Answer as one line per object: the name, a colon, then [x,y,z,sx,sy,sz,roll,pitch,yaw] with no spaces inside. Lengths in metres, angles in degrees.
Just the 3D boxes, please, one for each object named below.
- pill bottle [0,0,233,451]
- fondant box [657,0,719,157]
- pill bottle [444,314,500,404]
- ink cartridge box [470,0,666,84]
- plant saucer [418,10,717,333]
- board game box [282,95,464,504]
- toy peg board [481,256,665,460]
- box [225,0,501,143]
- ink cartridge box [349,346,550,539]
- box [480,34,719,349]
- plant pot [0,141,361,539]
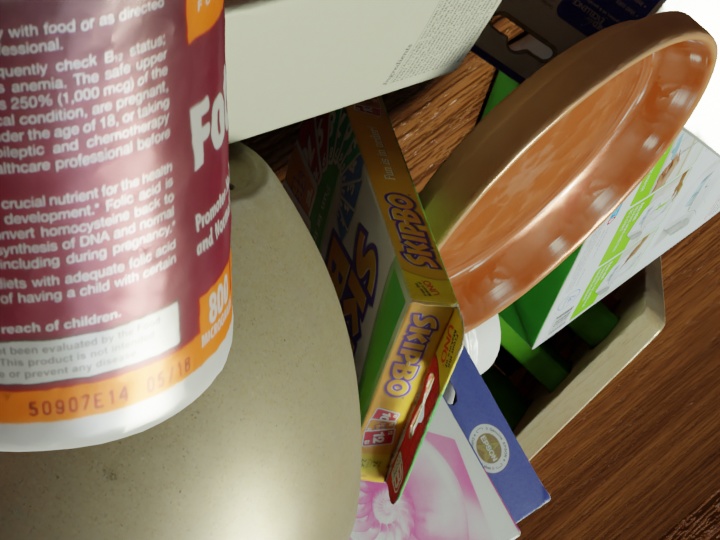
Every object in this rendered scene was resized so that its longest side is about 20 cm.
pill bottle: [-0.093,-0.061,0.565,0.114,0.114,0.201,-28,131,-39]
fondant box: [0.195,-0.139,1.014,0.200,0.058,0.144,31,109,-31]
pill bottle: [-0.019,0.061,1.097,0.200,0.111,0.111,-30,158,-37]
ink cartridge box: [0.120,-0.172,0.916,0.094,0.037,0.200,30,109,-29]
plant saucer: [0.082,-0.043,0.939,0.200,0.032,0.200,-38,162,-15]
board game box: [0.000,0.000,0.879,0.030,0.200,0.096,5,126,-21]
toy peg board: [0.098,0.047,1.358,0.200,0.098,0.199,-46,-175,15]
box: [-0.025,-0.106,0.780,0.200,0.068,0.082,-21,151,-49]
ink cartridge box: [-0.006,0.069,1.008,0.200,0.197,0.043,-29,179,-36]
box: [0.155,-0.076,1.185,0.176,0.097,0.200,-35,160,-27]
plant pot: [-0.090,0.018,0.772,0.200,0.200,0.135,-21,127,-50]
